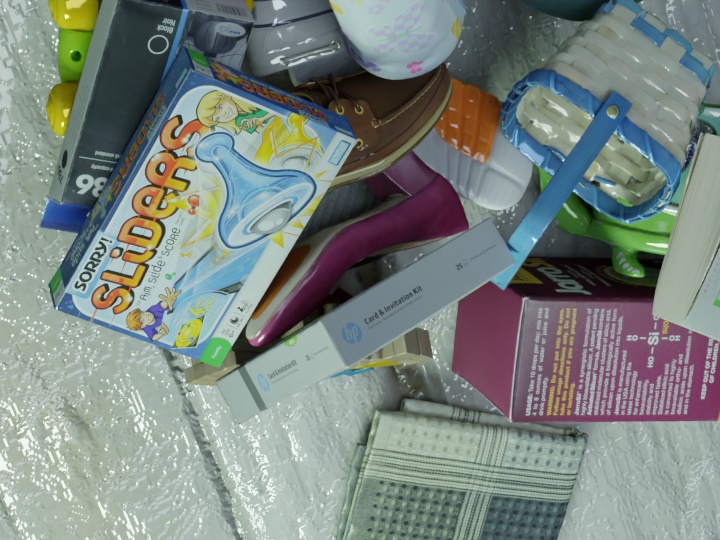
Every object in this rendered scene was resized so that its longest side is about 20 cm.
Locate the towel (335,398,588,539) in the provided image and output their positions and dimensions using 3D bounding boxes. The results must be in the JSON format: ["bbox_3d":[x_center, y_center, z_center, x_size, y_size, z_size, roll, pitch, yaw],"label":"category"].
[{"bbox_3d":[0.073,0.206,1.699,0.198,0.035,0.194,9,106,-23],"label":"towel"}]

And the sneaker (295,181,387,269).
[{"bbox_3d":[-0.040,-0.029,1.563,0.198,0.079,0.079,-8,65,-30],"label":"sneaker"}]

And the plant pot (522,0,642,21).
[{"bbox_3d":[0.164,-0.263,1.509,0.198,0.201,0.135,10,128,-21],"label":"plant pot"}]

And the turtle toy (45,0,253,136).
[{"bbox_3d":[-0.154,-0.181,1.461,0.144,0.101,0.202,-2,107,-17],"label":"turtle toy"}]

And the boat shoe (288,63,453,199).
[{"bbox_3d":[-0.020,-0.103,1.476,0.199,0.072,0.068,-33,136,-13],"label":"boat shoe"}]

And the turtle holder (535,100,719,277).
[{"bbox_3d":[0.237,-0.069,1.620,0.141,0.184,0.133,-11,111,-57],"label":"turtle holder"}]

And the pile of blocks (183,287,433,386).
[{"bbox_3d":[-0.042,0.048,1.599,0.198,0.082,0.063,-3,74,-25],"label":"pile of blocks"}]

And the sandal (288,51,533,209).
[{"bbox_3d":[0.038,-0.118,1.573,0.206,0.059,0.080,30,79,-6],"label":"sandal"}]

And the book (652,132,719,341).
[{"bbox_3d":[0.281,-0.011,1.509,0.200,0.048,0.135,17,94,-59],"label":"book"}]

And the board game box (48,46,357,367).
[{"bbox_3d":[-0.109,-0.040,1.417,0.134,0.035,0.201,20,114,-27],"label":"board game box"}]

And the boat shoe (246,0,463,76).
[{"bbox_3d":[0.004,-0.185,1.516,0.199,0.072,0.066,-17,111,-30],"label":"boat shoe"}]

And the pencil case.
[{"bbox_3d":[0.015,-0.207,1.380,0.090,0.084,0.200,-24,154,-1],"label":"pencil case"}]

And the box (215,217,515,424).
[{"bbox_3d":[0.000,0.039,1.459,0.155,0.200,0.041,-31,90,-28],"label":"box"}]

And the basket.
[{"bbox_3d":[0.160,-0.083,1.479,0.139,0.176,0.200,39,80,2],"label":"basket"}]

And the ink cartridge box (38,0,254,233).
[{"bbox_3d":[-0.148,-0.097,1.413,0.099,0.039,0.201,7,121,-23],"label":"ink cartridge box"}]

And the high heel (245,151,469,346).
[{"bbox_3d":[0.000,0.000,1.497,0.096,0.067,0.201,47,59,-19],"label":"high heel"}]

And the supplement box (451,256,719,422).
[{"bbox_3d":[0.189,0.053,1.632,0.198,0.131,0.104,1,105,-19],"label":"supplement box"}]
